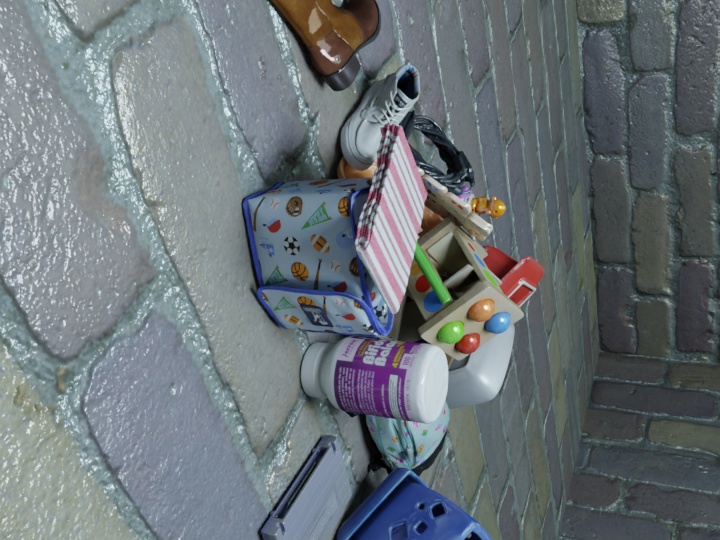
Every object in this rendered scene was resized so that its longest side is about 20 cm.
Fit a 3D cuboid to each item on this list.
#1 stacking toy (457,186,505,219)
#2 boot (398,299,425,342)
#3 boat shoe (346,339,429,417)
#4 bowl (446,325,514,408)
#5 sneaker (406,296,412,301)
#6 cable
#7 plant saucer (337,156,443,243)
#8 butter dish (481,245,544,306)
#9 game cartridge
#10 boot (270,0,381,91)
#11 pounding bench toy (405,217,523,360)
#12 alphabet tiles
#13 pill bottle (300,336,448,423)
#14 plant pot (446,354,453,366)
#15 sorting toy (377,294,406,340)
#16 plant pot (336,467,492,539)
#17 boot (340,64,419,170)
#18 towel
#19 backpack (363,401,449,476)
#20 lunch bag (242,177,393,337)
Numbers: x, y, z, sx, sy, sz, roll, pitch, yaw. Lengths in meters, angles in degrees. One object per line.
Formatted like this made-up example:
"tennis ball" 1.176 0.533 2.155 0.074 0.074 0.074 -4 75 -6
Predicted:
"stacking toy" 0.168 -0.120 1.352 0.110 0.199 0.116 -49 136 -51
"boot" 0.122 0.090 1.223 0.070 0.146 0.201 15 98 -52
"boat shoe" 0.056 0.167 1.179 0.069 0.200 0.084 63 8 1
"bowl" 0.202 0.172 1.489 0.075 0.199 0.200 43 51 -25
"sneaker" 0.053 -0.002 1.298 0.084 0.074 0.201 11 83 -44
"cable" 0.115 -0.216 1.328 0.163 0.051 0.200 7 46 -31
"plant saucer" 0.045 -0.108 1.169 0.037 0.200 0.200 -51 170 29
"butter dish" 0.209 0.023 1.326 0.200 0.148 0.200 -48 158 11
"game cartridge" -0.075 0.360 1.102 0.200 0.038 0.130 -50 140 -51
"boot" -0.055 -0.390 1.056 0.200 0.068 0.189 49 57 -45
"pounding bench toy" 0.122 0.023 1.072 0.200 0.124 0.156 34 25 -48
"alphabet tiles" 0.107 -0.112 1.087 0.015 0.200 0.196 -52 174 -1
"pill bottle" 0.018 0.154 1.078 0.112 0.199 0.113 -13 104 -63
"plant pot" 0.116 0.093 1.394 0.201 0.092 0.202 -9 100 -64
"sorting toy" 0.000 0.000 1.153 0.180 0.107 0.201 42 55 -49
"plant pot" 0.088 0.455 1.230 0.200 0.180 0.200 -45 141 -8
"boot" 0.036 -0.250 1.168 0.073 0.095 0.200 35 50 -23
"towel" 0.038 -0.064 0.921 0.146 0.030 0.201 60 38 -51
"backpack" 0.080 0.251 1.302 0.167 0.126 0.200 -55 137 -42
"lunch bag" -0.047 -0.010 0.961 0.124 0.169 0.201 -35 123 -55
